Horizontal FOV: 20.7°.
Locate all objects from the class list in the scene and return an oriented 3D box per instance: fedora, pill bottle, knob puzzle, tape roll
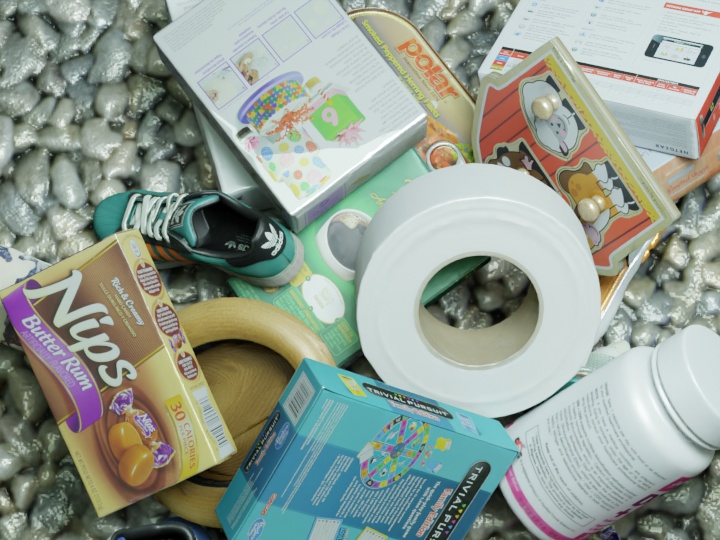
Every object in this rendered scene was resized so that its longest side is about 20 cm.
[{"bbox_3d":[-0.100,0.114,1.634,0.199,0.082,0.203,1,94,16],"label":"fedora"},{"bbox_3d":[0.214,0.132,1.594,0.200,0.113,0.114,-36,75,32],"label":"pill bottle"},{"bbox_3d":[0.153,-0.076,1.643,0.030,0.220,0.220,-33,78,-33],"label":"knob puzzle"},{"bbox_3d":[0.094,0.019,1.602,0.200,0.071,0.204,-1,115,-1],"label":"tape roll"}]

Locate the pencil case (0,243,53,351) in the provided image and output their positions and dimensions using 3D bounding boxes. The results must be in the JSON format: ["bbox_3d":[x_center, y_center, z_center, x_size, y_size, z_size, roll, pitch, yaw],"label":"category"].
[{"bbox_3d":[-0.271,0.025,1.664,0.198,0.078,0.090,19,99,3],"label":"pencil case"}]

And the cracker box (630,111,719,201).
[{"bbox_3d":[0.217,-0.136,1.707,0.133,0.058,0.200,-31,49,-11],"label":"cracker box"}]

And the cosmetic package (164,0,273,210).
[{"bbox_3d":[-0.098,-0.158,1.730,0.101,0.071,0.202,-15,75,-6],"label":"cosmetic package"}]

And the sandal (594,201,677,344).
[{"bbox_3d":[0.209,-0.027,1.701,0.059,0.079,0.208,38,71,-39],"label":"sandal"}]

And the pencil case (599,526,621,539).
[{"bbox_3d":[0.194,0.317,1.603,0.090,0.094,0.201,28,75,4],"label":"pencil case"}]

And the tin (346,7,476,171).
[{"bbox_3d":[0.037,-0.142,1.752,0.112,0.042,0.201,-36,80,-8],"label":"tin"}]

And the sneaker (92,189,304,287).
[{"bbox_3d":[-0.147,-0.040,1.665,0.198,0.080,0.072,10,71,23],"label":"sneaker"}]

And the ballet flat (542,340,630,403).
[{"bbox_3d":[0.244,0.099,1.688,0.198,0.069,0.072,13,56,-3],"label":"ballet flat"}]

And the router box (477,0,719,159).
[{"bbox_3d":[0.226,-0.194,1.682,0.199,0.049,0.180,15,56,26],"label":"router box"}]

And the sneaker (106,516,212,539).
[{"bbox_3d":[-0.207,0.257,1.585,0.199,0.115,0.081,-35,78,-12],"label":"sneaker"}]

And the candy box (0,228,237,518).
[{"bbox_3d":[-0.194,0.081,1.584,0.116,0.056,0.201,-24,90,16],"label":"candy box"}]

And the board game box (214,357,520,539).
[{"bbox_3d":[0.006,0.167,1.571,0.199,0.047,0.152,20,110,-32],"label":"board game box"}]

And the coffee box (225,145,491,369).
[{"bbox_3d":[0.000,0.000,1.686,0.199,0.044,0.123,-37,80,1],"label":"coffee box"}]

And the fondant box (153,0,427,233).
[{"bbox_3d":[-0.059,-0.155,1.660,0.144,0.058,0.200,-36,76,-9],"label":"fondant box"}]
